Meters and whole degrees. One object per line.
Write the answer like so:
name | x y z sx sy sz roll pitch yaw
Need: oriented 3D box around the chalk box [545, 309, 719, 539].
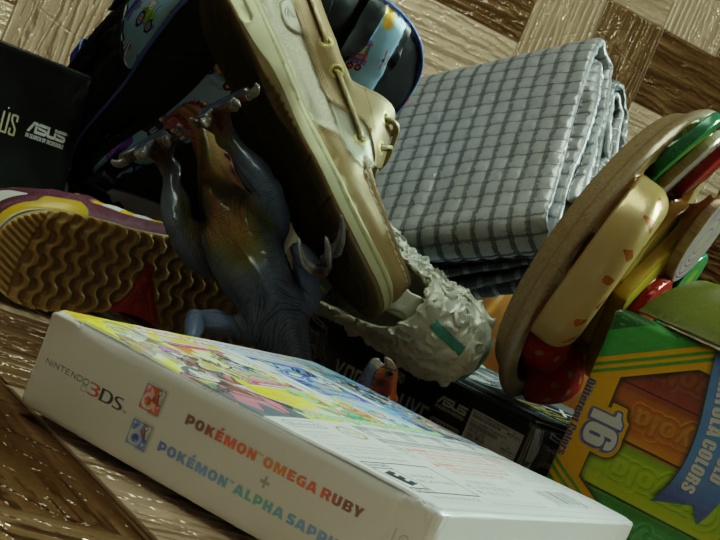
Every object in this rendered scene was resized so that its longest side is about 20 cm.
chalk box | 0.212 0.119 0.836 0.200 0.125 0.124 24 3 38

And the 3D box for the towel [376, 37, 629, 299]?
towel | 0.083 -0.055 1.075 0.165 0.200 0.086 -8 -51 25

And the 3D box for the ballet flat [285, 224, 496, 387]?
ballet flat | 0.000 0.000 0.939 0.072 0.072 0.200 20 6 -40

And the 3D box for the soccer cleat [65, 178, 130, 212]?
soccer cleat | -0.201 -0.032 1.049 0.200 0.073 0.068 43 12 21

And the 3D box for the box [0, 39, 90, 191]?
box | -0.288 -0.101 0.963 0.200 0.086 0.164 9 -6 40

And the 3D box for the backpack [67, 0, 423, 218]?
backpack | -0.068 -0.128 1.008 0.182 0.200 0.135 20 39 -29

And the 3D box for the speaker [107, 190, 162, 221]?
speaker | -0.099 -0.005 1.105 0.200 0.081 0.081 24 3 9

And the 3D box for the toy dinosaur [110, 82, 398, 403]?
toy dinosaur | -0.040 -0.003 0.860 0.182 0.105 0.200 60 15 -13

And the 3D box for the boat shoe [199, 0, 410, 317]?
boat shoe | -0.015 -0.075 0.867 0.066 0.200 0.074 -23 -5 -21

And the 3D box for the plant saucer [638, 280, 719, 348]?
plant saucer | 0.244 0.048 0.868 0.200 0.031 0.200 23 2 -1

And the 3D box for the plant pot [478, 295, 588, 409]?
plant pot | 0.102 0.024 1.248 0.183 0.200 0.200 39 -2 -17

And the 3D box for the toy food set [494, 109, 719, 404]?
toy food set | 0.147 -0.007 0.910 0.049 0.198 0.200 38 -31 19

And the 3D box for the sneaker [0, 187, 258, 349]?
sneaker | -0.128 -0.005 0.936 0.200 0.075 0.090 22 8 -36

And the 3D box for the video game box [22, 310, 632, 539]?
video game box | -0.007 0.079 0.670 0.182 0.047 0.200 27 4 30

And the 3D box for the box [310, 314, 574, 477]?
box | 0.070 0.089 0.990 0.158 0.050 0.200 19 4 -46
